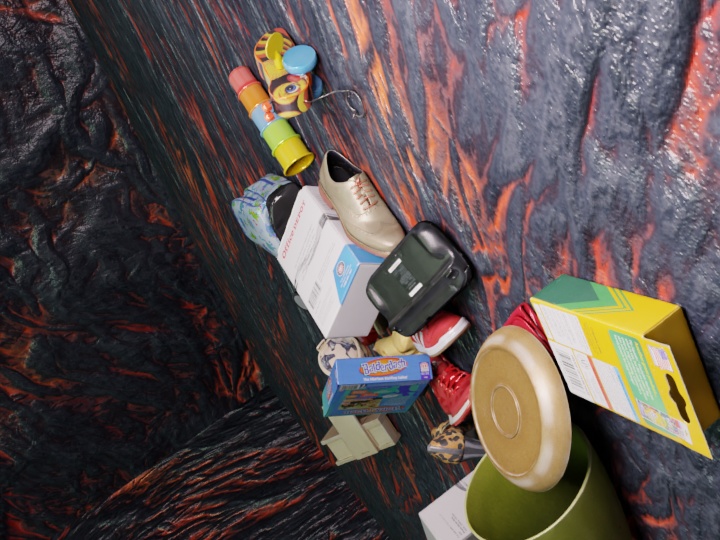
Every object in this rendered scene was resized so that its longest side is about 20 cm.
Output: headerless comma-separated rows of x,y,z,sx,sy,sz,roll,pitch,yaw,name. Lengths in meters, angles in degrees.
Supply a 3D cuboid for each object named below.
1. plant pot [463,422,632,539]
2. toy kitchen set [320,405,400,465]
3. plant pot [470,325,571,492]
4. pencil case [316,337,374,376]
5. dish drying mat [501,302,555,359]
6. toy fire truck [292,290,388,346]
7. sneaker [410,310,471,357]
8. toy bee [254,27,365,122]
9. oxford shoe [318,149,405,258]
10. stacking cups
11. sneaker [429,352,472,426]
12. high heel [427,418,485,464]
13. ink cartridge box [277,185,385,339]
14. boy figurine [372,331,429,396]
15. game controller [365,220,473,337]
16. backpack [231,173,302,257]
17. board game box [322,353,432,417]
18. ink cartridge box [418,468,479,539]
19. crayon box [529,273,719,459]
0.267,0.327,1.083,0.200,0.187,0.187,47,169,-22,plant pot
0.001,0.354,2.120,0.199,0.181,0.164,-28,102,35,toy kitchen set
0.184,0.169,1.017,0.200,0.027,0.202,173,90,-68,plant pot
-0.010,0.173,1.483,0.089,0.078,0.200,16,165,25,pencil case
0.204,0.105,1.076,0.077,0.018,0.200,52,164,15,dish drying mat
-0.013,0.059,1.498,0.176,0.129,0.199,47,146,-13,toy fire truck
0.092,0.063,1.243,0.113,0.071,0.200,53,167,-1,sneaker
-0.099,-0.254,1.126,0.200,0.108,0.132,36,153,53,toy bee
-0.002,-0.097,1.217,0.200,0.070,0.075,46,155,30,oxford shoe
-0.150,-0.256,1.400,0.201,0.060,0.061,59,166,12,stacking cups
0.139,0.177,1.316,0.116,0.078,0.200,52,163,12,sneaker
0.135,0.283,1.416,0.199,0.141,0.072,-1,82,63,high heel
-0.039,-0.015,1.304,0.200,0.083,0.146,55,133,40,ink cartridge box
0.078,0.141,1.432,0.123,0.065,0.201,17,147,18,boy figurine
0.075,0.015,1.140,0.105,0.042,0.200,56,143,12,game controller
-0.156,-0.106,1.584,0.164,0.153,0.200,58,179,-33,backpack
0.022,0.191,1.373,0.200,0.150,0.045,111,155,-64,board game box
0.198,0.377,1.297,0.084,0.199,0.147,43,160,42,ink cartridge box
0.258,0.084,0.800,0.127,0.051,0.200,62,165,-20,crayon box
